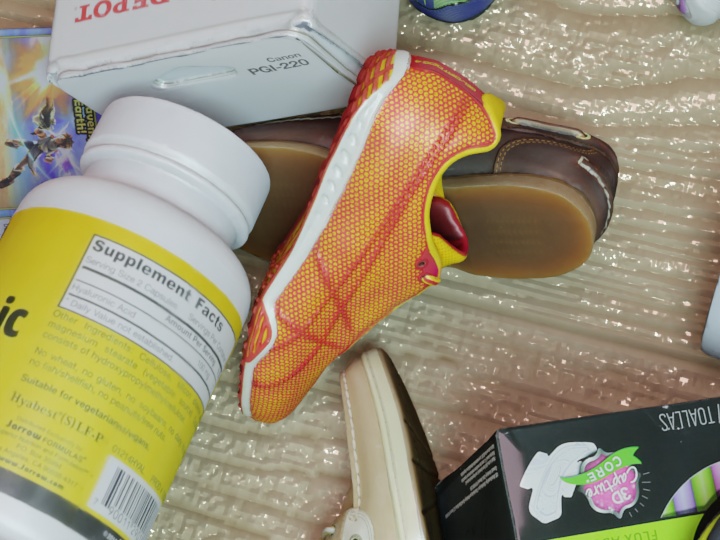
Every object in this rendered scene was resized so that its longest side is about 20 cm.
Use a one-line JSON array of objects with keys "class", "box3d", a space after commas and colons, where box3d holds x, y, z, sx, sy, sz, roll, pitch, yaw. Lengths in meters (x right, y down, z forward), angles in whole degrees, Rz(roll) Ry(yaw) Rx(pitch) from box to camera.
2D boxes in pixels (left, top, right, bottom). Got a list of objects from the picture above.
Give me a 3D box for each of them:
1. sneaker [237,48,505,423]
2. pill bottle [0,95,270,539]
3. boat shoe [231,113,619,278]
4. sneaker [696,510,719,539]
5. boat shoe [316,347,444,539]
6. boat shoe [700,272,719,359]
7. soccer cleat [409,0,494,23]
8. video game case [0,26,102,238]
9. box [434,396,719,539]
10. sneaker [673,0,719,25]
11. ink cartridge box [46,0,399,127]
[{"class": "sneaker", "box3d": [0.000, 0.000, 0.785, 0.077, 0.200, 0.073, 25, 36, -6]}, {"class": "pill bottle", "box3d": [-0.113, 0.031, 0.766, 0.111, 0.111, 0.201, 19, 66, 11]}, {"class": "boat shoe", "box3d": [0.020, -0.039, 0.841, 0.199, 0.071, 0.070, 8, 40, 17]}, {"class": "sneaker", "box3d": [0.161, 0.174, 0.623, 0.073, 0.081, 0.201, -5, 74, -12]}, {"class": "boat shoe", "box3d": [0.006, 0.134, 0.794, 0.065, 0.072, 0.201, -12, 75, 10]}, {"class": "boat shoe", "box3d": [0.229, -0.037, 0.808, 0.091, 0.071, 0.201, 26, 78, 16]}, {"class": "soccer cleat", "box3d": [0.075, -0.213, 0.864, 0.064, 0.084, 0.201, 23, 80, 11]}, {"class": "video game case", "box3d": [-0.203, -0.011, 0.838, 0.180, 0.045, 0.201, -4, 75, -16]}, {"class": "box", "box3d": [0.127, 0.162, 0.729, 0.148, 0.124, 0.201, -7, 75, -11]}, {"class": "sneaker", "box3d": [0.198, -0.208, 0.853, 0.099, 0.075, 0.201, 14, 78, 11]}, {"class": "ink cartridge box", "box3d": [-0.056, -0.173, 0.841, 0.145, 0.085, 0.201, -6, 67, 30]}]
